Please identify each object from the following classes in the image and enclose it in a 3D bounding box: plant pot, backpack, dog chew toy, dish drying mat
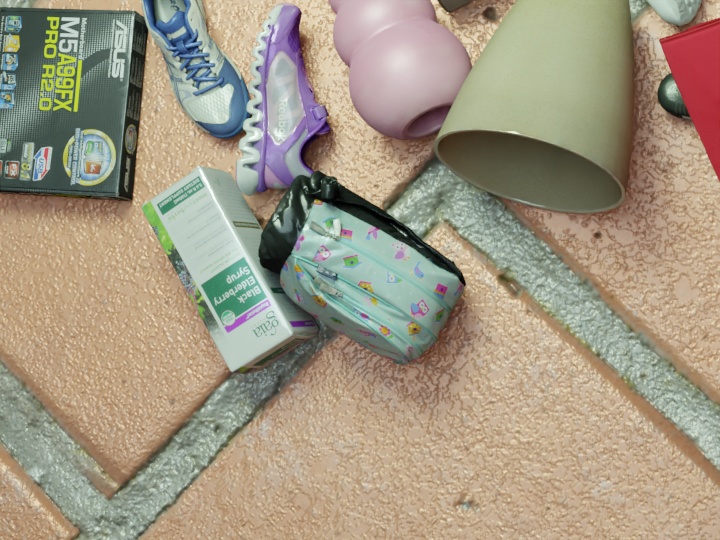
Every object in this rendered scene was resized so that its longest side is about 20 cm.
[{"bbox_3d":[0.189,-0.183,1.559,0.187,0.187,0.200,15,75,15],"label":"plant pot"},{"bbox_3d":[0.000,0.000,1.596,0.200,0.167,0.127,31,89,-1],"label":"backpack"},{"bbox_3d":[0.030,-0.232,1.622,0.124,0.125,0.200,-28,72,10],"label":"dog chew toy"},{"bbox_3d":[0.353,-0.140,1.532,0.077,0.018,0.200,-15,109,39],"label":"dish drying mat"}]

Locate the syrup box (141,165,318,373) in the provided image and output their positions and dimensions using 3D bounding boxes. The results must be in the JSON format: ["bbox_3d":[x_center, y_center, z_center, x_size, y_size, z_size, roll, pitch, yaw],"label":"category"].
[{"bbox_3d":[-0.132,0.000,1.657,0.079,0.081,0.200,-33,78,15],"label":"syrup box"}]

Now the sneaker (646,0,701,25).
[{"bbox_3d":[0.264,-0.325,1.600,0.080,0.076,0.200,-30,87,40],"label":"sneaker"}]

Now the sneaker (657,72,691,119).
[{"bbox_3d":[0.381,-0.185,1.542,0.200,0.090,0.067,-5,84,14],"label":"sneaker"}]

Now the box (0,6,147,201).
[{"bbox_3d":[-0.316,-0.178,1.738,0.160,0.044,0.200,4,87,15],"label":"box"}]

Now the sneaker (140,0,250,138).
[{"bbox_3d":[-0.183,-0.228,1.687,0.075,0.088,0.200,-29,81,8],"label":"sneaker"}]

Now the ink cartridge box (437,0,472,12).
[{"bbox_3d":[0.104,-0.385,1.630,0.146,0.084,0.200,-25,80,11],"label":"ink cartridge box"}]

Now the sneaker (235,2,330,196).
[{"bbox_3d":[-0.071,-0.172,1.665,0.088,0.080,0.200,7,92,8],"label":"sneaker"}]
